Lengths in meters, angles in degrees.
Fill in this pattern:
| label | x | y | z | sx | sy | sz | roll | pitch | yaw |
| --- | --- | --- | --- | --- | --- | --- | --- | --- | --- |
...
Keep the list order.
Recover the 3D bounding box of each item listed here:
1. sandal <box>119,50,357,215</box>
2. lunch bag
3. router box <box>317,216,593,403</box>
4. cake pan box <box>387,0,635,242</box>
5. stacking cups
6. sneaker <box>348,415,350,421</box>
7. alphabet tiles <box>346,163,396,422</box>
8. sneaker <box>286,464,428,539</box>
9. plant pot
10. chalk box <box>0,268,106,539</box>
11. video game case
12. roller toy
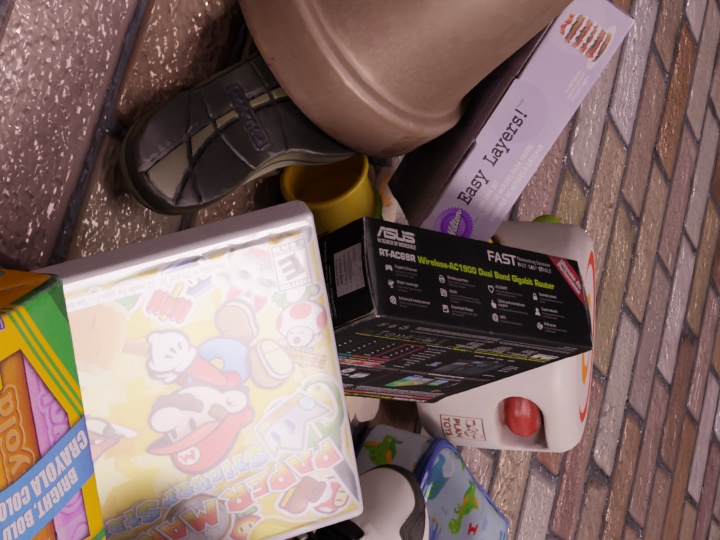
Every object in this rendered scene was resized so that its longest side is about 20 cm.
| label | x | y | z | sx | sy | sz | roll | pitch | yaw |
| --- | --- | --- | --- | --- | --- | --- | --- | --- | --- |
| sandal | -0.072 | -0.085 | 0.831 | 0.201 | 0.057 | 0.080 | -24 | 91 | -44 |
| lunch bag | 0.042 | 0.230 | 1.091 | 0.161 | 0.082 | 0.200 | -63 | 146 | -26 |
| router box | 0.025 | 0.031 | 0.866 | 0.199 | 0.150 | 0.062 | 11 | 64 | -43 |
| cake pan box | 0.092 | -0.107 | 0.952 | 0.200 | 0.052 | 0.184 | -57 | -171 | 8 |
| stacking cups | 0.000 | 0.000 | 0.961 | 0.200 | 0.060 | 0.061 | 69 | 37 | -47 |
| sneaker | -0.051 | 0.183 | 0.921 | 0.201 | 0.067 | 0.090 | -69 | 154 | -19 |
| alphabet tiles | -0.004 | 0.019 | 1.026 | 0.200 | 0.015 | 0.197 | 1 | 95 | -63 |
| sneaker | -0.026 | 0.184 | 0.820 | 0.200 | 0.074 | 0.080 | -48 | 142 | -33 |
| plant pot | 0.048 | -0.189 | 0.836 | 0.200 | 0.174 | 0.201 | 29 | 51 | -43 |
| chalk box | -0.189 | 0.108 | 0.567 | 0.124 | 0.124 | 0.201 | -38 | 130 | -54 |
| video game case | -0.105 | 0.074 | 0.686 | 0.199 | 0.023 | 0.183 | -16 | 119 | -13 |
| roller toy | 0.112 | 0.052 | 1.115 | 0.200 | 0.139 | 0.183 | -30 | 122 | -74 |
